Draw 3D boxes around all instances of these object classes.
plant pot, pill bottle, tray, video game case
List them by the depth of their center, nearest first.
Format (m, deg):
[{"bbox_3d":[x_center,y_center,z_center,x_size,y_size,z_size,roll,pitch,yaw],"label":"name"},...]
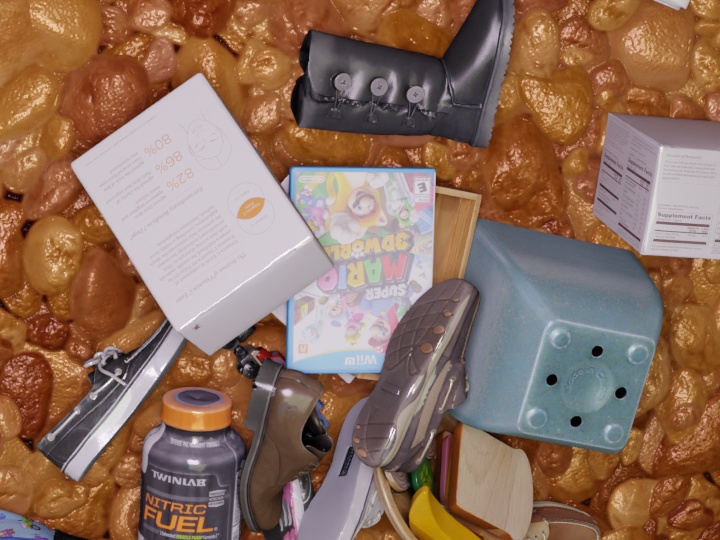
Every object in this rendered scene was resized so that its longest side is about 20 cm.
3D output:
[{"bbox_3d":[0.000,0.000,1.628,0.142,0.018,0.201,0,99,-9],"label":"video game case"},{"bbox_3d":[0.194,0.081,1.669,0.195,0.200,0.198,12,103,-14],"label":"plant pot"},{"bbox_3d":[0.052,0.012,1.681,0.098,0.037,0.201,9,97,-31],"label":"tray"},{"bbox_3d":[-0.170,0.221,1.684,0.106,0.106,0.201,1,105,-12],"label":"pill bottle"}]

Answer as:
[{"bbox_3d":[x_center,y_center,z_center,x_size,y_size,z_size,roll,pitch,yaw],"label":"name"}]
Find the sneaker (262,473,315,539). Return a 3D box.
[{"bbox_3d":[-0.047,0.286,1.757,0.086,0.080,0.201,-18,109,-30],"label":"sneaker"}]

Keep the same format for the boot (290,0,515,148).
[{"bbox_3d":[0.041,-0.210,1.627,0.199,0.066,0.166,7,103,-9],"label":"boot"}]

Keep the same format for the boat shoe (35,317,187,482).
[{"bbox_3d":[-0.243,0.111,1.656,0.068,0.074,0.200,38,90,0],"label":"boat shoe"}]

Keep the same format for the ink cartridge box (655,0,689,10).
[{"bbox_3d":[0.278,-0.372,1.612,0.144,0.083,0.201,19,101,-16],"label":"ink cartridge box"}]

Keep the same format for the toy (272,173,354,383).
[{"bbox_3d":[-0.047,0.005,1.672,0.115,0.047,0.200,-50,121,-8],"label":"toy"}]

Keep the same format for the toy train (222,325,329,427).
[{"bbox_3d":[-0.094,0.103,1.705,0.046,0.034,0.200,-41,109,-11],"label":"toy train"}]

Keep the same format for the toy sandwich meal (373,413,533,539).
[{"bbox_3d":[0.095,0.211,1.700,0.070,0.206,0.205,-26,114,34],"label":"toy sandwich meal"}]

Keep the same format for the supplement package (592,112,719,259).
[{"bbox_3d":[0.356,-0.083,1.676,0.199,0.156,0.112,4,106,-13],"label":"supplement package"}]

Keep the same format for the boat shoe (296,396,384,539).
[{"bbox_3d":[-0.002,0.230,1.707,0.070,0.071,0.201,40,55,-31],"label":"boat shoe"}]

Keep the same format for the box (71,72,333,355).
[{"bbox_3d":[-0.146,-0.051,1.558,0.152,0.106,0.200,-34,72,0],"label":"box"}]

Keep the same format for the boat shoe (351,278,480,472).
[{"bbox_3d":[0.063,0.103,1.617,0.073,0.074,0.201,29,89,-37],"label":"boat shoe"}]

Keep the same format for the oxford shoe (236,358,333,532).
[{"bbox_3d":[-0.073,0.185,1.641,0.084,0.073,0.201,15,126,5],"label":"oxford shoe"}]

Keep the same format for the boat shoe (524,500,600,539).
[{"bbox_3d":[0.162,0.294,1.791,0.199,0.074,0.076,0,107,-12],"label":"boat shoe"}]

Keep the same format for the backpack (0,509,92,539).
[{"bbox_3d":[-0.348,0.340,1.670,0.199,0.135,0.183,24,99,-14],"label":"backpack"}]
